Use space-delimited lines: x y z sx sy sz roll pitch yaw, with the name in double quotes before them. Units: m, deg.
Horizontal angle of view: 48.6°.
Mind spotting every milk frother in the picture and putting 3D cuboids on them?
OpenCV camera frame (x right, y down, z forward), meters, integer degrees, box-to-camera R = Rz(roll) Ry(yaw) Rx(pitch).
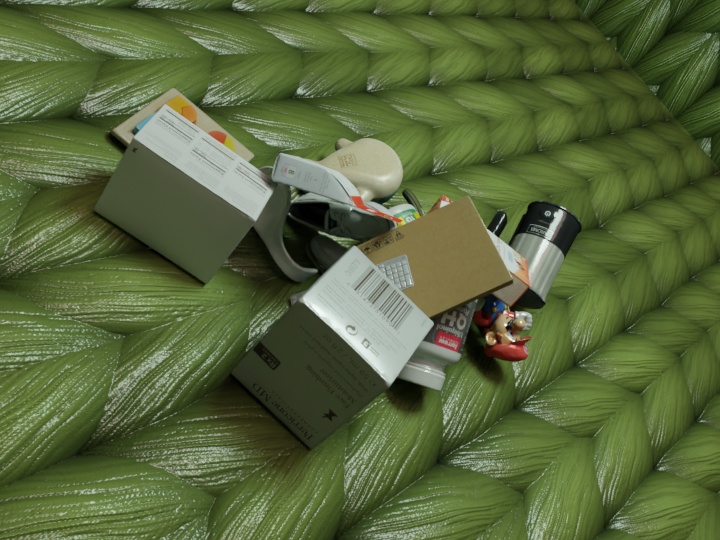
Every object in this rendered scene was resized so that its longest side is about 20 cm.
"milk frother" 0.348 -0.015 1.636 0.200 0.180 0.188 47 67 -43

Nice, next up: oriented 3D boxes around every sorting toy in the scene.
"sorting toy" -0.288 -0.215 1.332 0.185 0.036 0.200 40 39 -5

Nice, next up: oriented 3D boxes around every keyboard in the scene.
"keyboard" -0.015 0.033 1.237 0.011 0.200 0.056 51 23 -52

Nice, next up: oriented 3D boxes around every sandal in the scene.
"sandal" 0.106 -0.066 1.515 0.080 0.057 0.201 54 22 -68

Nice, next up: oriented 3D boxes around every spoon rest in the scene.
"spoon rest" -0.136 -0.077 1.302 0.061 0.099 0.200 -4 66 -58

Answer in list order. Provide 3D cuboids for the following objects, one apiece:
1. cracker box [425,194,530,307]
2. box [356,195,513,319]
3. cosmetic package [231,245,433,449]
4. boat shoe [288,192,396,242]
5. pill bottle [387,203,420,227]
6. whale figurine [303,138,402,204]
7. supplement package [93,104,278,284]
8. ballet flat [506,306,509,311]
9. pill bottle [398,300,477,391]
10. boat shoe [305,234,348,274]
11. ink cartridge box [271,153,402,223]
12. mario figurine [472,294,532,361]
"cracker box" 0.200 -0.037 1.389 0.200 0.058 0.134 37 21 -5
"box" 0.112 -0.009 1.242 0.021 0.200 0.164 63 3 -66
"cosmetic package" -0.039 0.109 1.123 0.165 0.200 0.165 44 38 0
"boat shoe" -0.036 -0.084 1.349 0.200 0.074 0.065 12 22 32
"pill bottle" 0.098 -0.009 1.419 0.113 0.113 0.200 -14 65 -46
"whale figurine" -0.022 -0.173 1.497 0.200 0.104 0.159 -9 60 -17
"supplement package" -0.255 -0.109 1.168 0.200 0.156 0.111 35 36 -11
"ballet flat" 0.231 0.032 1.531 0.200 0.063 0.069 59 -3 11
"pill bottle" 0.120 0.088 1.292 0.111 0.111 0.200 21 82 -26
"boat shoe" 0.000 0.000 1.361 0.200 0.068 0.075 38 39 -7
"ink cartridge box" -0.025 -0.128 1.229 0.200 0.057 0.163 15 6 3
"mario figurine" 0.251 0.069 1.435 0.123 0.106 0.200 -24 77 -16
